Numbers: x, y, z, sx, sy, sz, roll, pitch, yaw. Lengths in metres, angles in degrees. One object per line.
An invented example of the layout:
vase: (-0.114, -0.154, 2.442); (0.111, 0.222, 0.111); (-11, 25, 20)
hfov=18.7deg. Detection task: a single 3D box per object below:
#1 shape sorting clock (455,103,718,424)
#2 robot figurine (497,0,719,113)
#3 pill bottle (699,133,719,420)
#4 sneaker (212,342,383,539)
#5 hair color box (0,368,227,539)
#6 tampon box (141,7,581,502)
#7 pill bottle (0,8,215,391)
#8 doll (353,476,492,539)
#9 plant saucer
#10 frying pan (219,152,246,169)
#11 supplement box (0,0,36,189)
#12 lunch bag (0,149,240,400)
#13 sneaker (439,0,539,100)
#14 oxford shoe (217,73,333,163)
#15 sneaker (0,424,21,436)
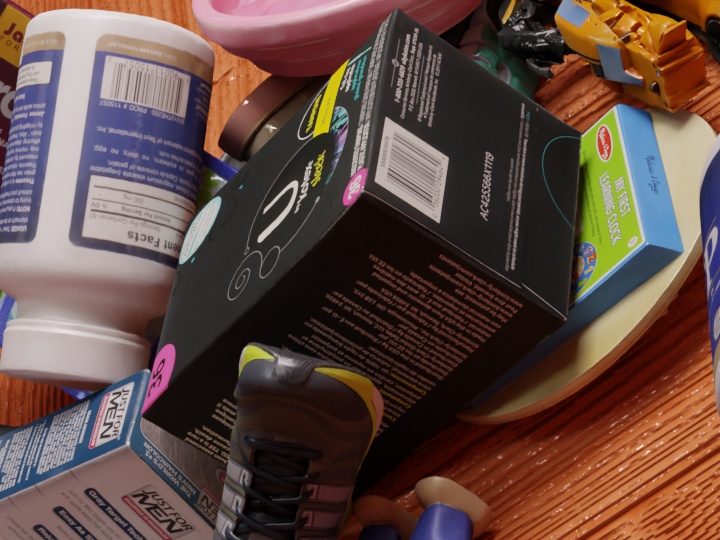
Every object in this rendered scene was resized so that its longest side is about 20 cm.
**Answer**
shape sorting clock: (0.110, -0.003, 1.128); (0.200, 0.039, 0.201); (-42, 24, 24)
robot figurine: (0.159, -0.150, 1.205); (0.144, 0.059, 0.200); (-24, 30, -14)
pill bottle: (0.207, -0.013, 0.947); (0.119, 0.120, 0.201); (-27, 34, 25)
sneaker: (-0.035, 0.107, 1.044); (0.073, 0.201, 0.081); (13, 54, 7)
hair color box: (-0.167, 0.139, 1.219); (0.199, 0.100, 0.061); (-24, 34, 29)
tampon box: (0.000, 0.000, 1.120); (0.200, 0.126, 0.151); (-43, 25, 36)
pill bottle: (-0.147, -0.036, 1.227); (0.111, 0.110, 0.202); (-2, 77, 48)
doll: (0.012, 0.187, 0.999); (0.136, 0.048, 0.201); (-20, 37, 35)
plant saucer: (-0.001, -0.171, 1.307); (0.199, 0.051, 0.201); (-17, 24, 8)
frying pan: (-0.032, -0.058, 1.369); (0.115, 0.031, 0.190); (-53, 35, -13)
supplement box: (-0.254, -0.071, 1.322); (0.201, 0.110, 0.086); (-59, 32, 0)
lunch bag: (-0.148, -0.006, 1.343); (0.200, 0.127, 0.171); (30, 89, 49)
sneaker: (0.053, -0.085, 1.280); (0.087, 0.074, 0.200); (-32, 20, 37)
oxford shoe: (-0.002, -0.106, 1.350); (0.200, 0.074, 0.071); (-41, -12, -36)
sneaker: (-0.260, 0.167, 1.315); (0.106, 0.075, 0.201); (-12, 42, 45)
